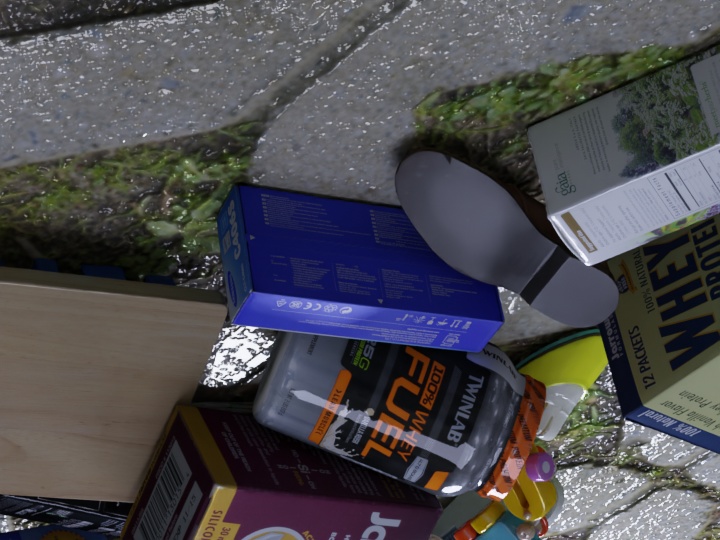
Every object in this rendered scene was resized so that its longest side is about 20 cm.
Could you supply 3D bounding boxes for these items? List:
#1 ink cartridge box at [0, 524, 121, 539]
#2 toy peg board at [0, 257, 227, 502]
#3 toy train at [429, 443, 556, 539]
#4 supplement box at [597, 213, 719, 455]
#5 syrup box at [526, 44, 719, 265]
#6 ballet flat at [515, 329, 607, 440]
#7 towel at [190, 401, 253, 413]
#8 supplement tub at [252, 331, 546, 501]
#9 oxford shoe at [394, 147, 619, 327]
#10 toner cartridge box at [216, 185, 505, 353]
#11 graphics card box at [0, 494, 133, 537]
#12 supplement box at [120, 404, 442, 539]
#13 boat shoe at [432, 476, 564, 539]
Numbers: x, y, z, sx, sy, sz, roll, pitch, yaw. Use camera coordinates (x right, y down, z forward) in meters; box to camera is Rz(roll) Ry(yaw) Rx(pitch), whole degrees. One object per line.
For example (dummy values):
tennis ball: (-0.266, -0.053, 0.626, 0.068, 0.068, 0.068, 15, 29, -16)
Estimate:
ink cartridge box: (-0.239, 0.283, 1.794, 0.199, 0.137, 0.076, -8, 148, -36)
toy peg board: (-0.229, 0.062, 1.590, 0.199, 0.098, 0.200, 6, 126, -26)
toy train: (0.098, 0.165, 1.732, 0.150, 0.056, 0.201, 19, 129, 31)
supplement box: (0.319, 0.034, 1.643, 0.199, 0.135, 0.200, 21, 134, -38)
syrup box: (0.224, -0.087, 1.494, 0.199, 0.079, 0.081, -24, 144, 17)
ballet flat: (0.126, 0.116, 1.764, 0.199, 0.067, 0.067, -24, 149, 18)
towel: (-0.089, 0.156, 1.801, 0.199, 0.023, 0.153, 2, 144, -18)
supplement tub: (0.030, 0.092, 1.603, 0.199, 0.123, 0.123, 21, 139, -5)
oxford shoe: (0.100, -0.033, 1.555, 0.200, 0.071, 0.071, 35, 116, -26)
toner cartridge box: (0.000, 0.000, 1.542, 0.199, 0.095, 0.043, 8, 141, -24)
graphics card box: (-0.202, 0.183, 1.724, 0.199, 0.051, 0.125, 13, 166, -19)
supplement box: (-0.061, 0.191, 1.627, 0.199, 0.103, 0.131, 9, 118, -30)
boat shoe: (0.111, 0.235, 1.941, 0.200, 0.070, 0.071, -35, 158, 29)
